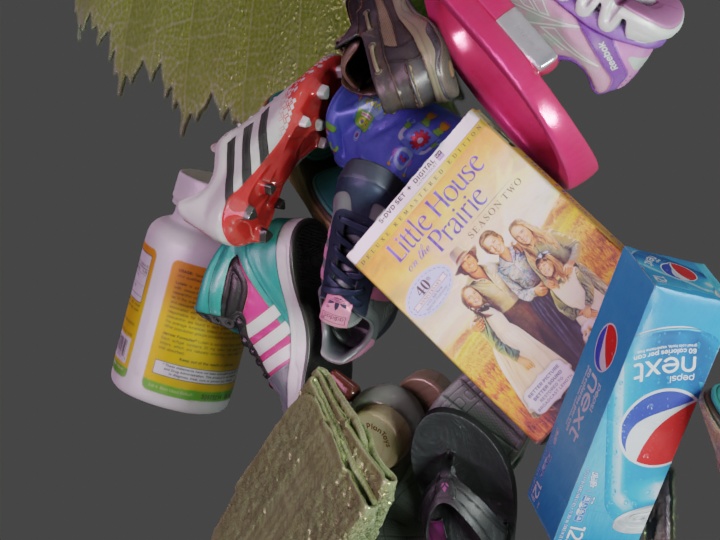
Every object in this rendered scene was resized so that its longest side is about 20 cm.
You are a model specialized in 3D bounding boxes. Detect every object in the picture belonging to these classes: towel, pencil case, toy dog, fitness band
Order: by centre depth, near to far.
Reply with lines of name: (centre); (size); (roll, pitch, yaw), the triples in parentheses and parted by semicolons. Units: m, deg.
fitness band: (0.106, -0.144, 1.272); (0.037, 0.144, 0.200); (-33, 62, -6)
towel: (-0.045, 0.189, 1.316); (0.201, 0.036, 0.149); (-59, 38, 26)
pencil case: (0.049, -0.086, 1.369); (0.087, 0.078, 0.200); (-45, 44, -8)
toy dog: (-0.005, 0.158, 1.381); (0.096, 0.132, 0.201); (31, 100, 23)

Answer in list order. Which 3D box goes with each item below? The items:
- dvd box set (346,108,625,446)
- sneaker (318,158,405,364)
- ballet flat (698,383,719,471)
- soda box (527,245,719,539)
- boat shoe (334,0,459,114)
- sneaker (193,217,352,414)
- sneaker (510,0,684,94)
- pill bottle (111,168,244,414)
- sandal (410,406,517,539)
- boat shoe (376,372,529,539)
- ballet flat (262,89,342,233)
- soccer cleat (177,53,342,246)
dvd box set: (0.106, 0.004, 1.247); (0.200, 0.029, 0.146); (45, 103, 14)
sneaker: (0.000, 0.000, 1.348); (0.070, 0.082, 0.201); (23, 147, 18)
ballet flat: (0.275, 0.151, 1.099); (0.200, 0.068, 0.068); (46, 125, 43)
soda box: (0.182, 0.091, 1.184); (0.068, 0.064, 0.201); (-113, 38, -64)
boat shoe: (0.014, -0.179, 1.371); (0.200, 0.073, 0.075); (-125, 14, -63)
sneaker: (-0.080, 0.051, 1.462); (0.120, 0.083, 0.201); (6, 107, 37)
sneaker: (0.134, -0.197, 1.267); (0.200, 0.080, 0.089); (37, 129, 19)
pill bottle: (-0.147, 0.017, 1.554); (0.111, 0.111, 0.201); (27, 105, 47)
sandal: (0.079, 0.198, 1.271); (0.075, 0.048, 0.202); (-5, 107, 20)
boat shoe: (0.081, 0.140, 1.317); (0.074, 0.065, 0.203); (34, 115, 15)
ballet flat: (-0.026, -0.074, 1.481); (0.063, 0.068, 0.200); (98, 151, -46)
soccer cleat: (-0.075, -0.106, 1.430); (0.085, 0.069, 0.201); (16, 62, 30)
